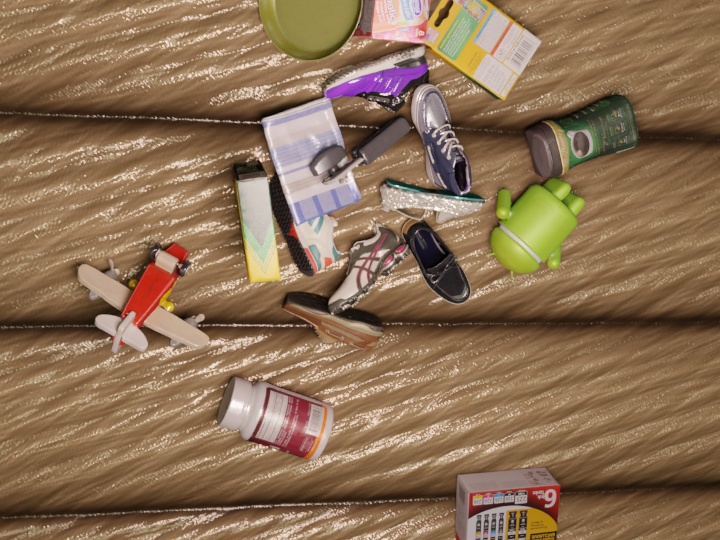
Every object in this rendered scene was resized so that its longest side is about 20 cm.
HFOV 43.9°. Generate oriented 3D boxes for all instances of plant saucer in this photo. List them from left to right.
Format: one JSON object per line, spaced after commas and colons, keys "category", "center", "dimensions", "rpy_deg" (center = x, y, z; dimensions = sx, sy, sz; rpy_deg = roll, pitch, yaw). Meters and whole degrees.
{"category": "plant saucer", "center": [-0.080, -0.456, 1.512], "dimensions": [0.198, 0.031, 0.202], "rpy_deg": [5, 101, 25]}

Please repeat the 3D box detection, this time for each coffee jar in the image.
{"category": "coffee jar", "center": [0.411, -0.249, 1.674], "dimensions": [0.199, 0.085, 0.105], "rpy_deg": [-20, 110, -6]}

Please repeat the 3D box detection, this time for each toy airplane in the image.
{"category": "toy airplane", "center": [-0.381, 0.064, 1.575], "dimensions": [0.198, 0.141, 0.201], "rpy_deg": [-13, 74, -20]}

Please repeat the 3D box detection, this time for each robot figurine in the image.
{"category": "robot figurine", "center": [0.327, -0.080, 1.686], "dimensions": [0.175, 0.116, 0.200], "rpy_deg": [39, 95, -22]}

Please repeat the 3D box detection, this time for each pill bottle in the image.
{"category": "pill bottle", "center": [-0.161, 0.277, 1.686], "dimensions": [0.199, 0.114, 0.115], "rpy_deg": [21, 100, -15]}

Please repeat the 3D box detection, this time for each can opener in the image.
{"category": "can opener", "center": [0.003, -0.216, 1.591], "dimensions": [0.199, 0.053, 0.067], "rpy_deg": [-36, 109, -21]}

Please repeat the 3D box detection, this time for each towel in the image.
{"category": "towel", "center": [-0.085, -0.196, 1.590], "dimensions": [0.146, 0.024, 0.202], "rpy_deg": [-22, 101, -27]}

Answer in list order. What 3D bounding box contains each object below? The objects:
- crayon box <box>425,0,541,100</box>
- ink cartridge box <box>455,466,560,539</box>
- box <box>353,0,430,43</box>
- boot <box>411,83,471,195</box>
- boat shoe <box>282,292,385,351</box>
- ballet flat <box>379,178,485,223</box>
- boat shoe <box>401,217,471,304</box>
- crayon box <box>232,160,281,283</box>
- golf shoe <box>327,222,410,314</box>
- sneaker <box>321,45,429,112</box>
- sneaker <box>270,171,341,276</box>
{"category": "crayon box", "center": [0.209, -0.415, 1.610], "dimensions": [0.199, 0.052, 0.126], "rpy_deg": [31, 97, -17]}
{"category": "ink cartridge box", "center": [0.302, 0.512, 1.852], "dimensions": [0.198, 0.084, 0.177], "rpy_deg": [-3, 105, -11]}
{"category": "box", "center": [0.047, -0.436, 1.495], "dimensions": [0.094, 0.200, 0.104], "rpy_deg": [4, 103, -12]}
{"category": "boot", "center": [0.153, -0.234, 1.605], "dimensions": [0.072, 0.090, 0.201], "rpy_deg": [-29, 122, -17]}
{"category": "boat shoe", "center": [-0.054, 0.103, 1.683], "dimensions": [0.199, 0.076, 0.074], "rpy_deg": [20, 109, -10]}
{"category": "ballet flat", "center": [0.130, -0.124, 1.667], "dimensions": [0.198, 0.072, 0.072], "rpy_deg": [10, 103, -5]}
{"category": "boat shoe", "center": [0.147, -0.012, 1.699], "dimensions": [0.074, 0.062, 0.201], "rpy_deg": [-36, 109, -2]}
{"category": "crayon box", "center": [-0.180, -0.088, 1.542], "dimensions": [0.058, 0.200, 0.174], "rpy_deg": [-9, 106, -8]}
{"category": "golf shoe", "center": [0.000, 0.000, 1.656], "dimensions": [0.088, 0.077, 0.200], "rpy_deg": [46, 68, 2]}
{"category": "sneaker", "center": [0.034, -0.323, 1.591], "dimensions": [0.199, 0.070, 0.100], "rpy_deg": [-20, 110, -5]}
{"category": "sneaker", "center": [-0.096, -0.095, 1.637], "dimensions": [0.093, 0.070, 0.201], "rpy_deg": [-26, 100, -31]}
